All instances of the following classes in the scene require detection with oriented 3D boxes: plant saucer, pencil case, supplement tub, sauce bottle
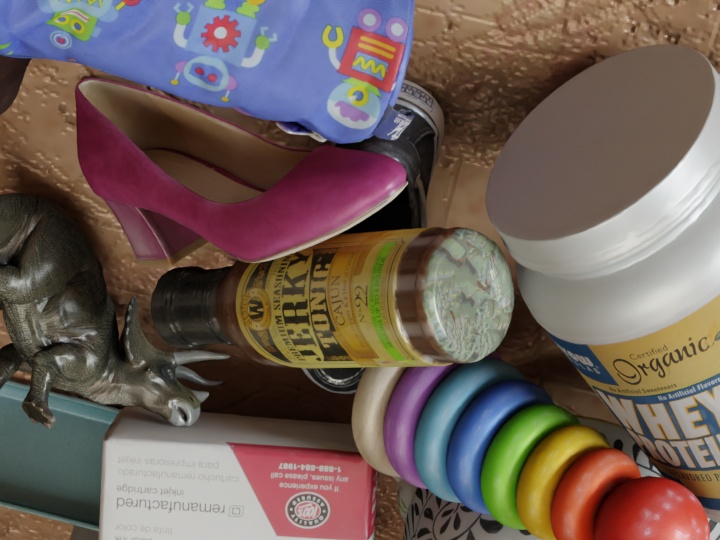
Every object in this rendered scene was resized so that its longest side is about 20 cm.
[{"bbox_3d":[-0.130,0.115,1.354,0.198,0.070,0.019,15,163,-2],"label":"plant saucer"},{"bbox_3d":[-0.072,-0.111,1.047,0.198,0.078,0.087,13,114,-13],"label":"pencil case"},{"bbox_3d":[0.162,0.008,1.135,0.144,0.145,0.200,-23,124,29],"label":"supplement tub"},{"bbox_3d":[-0.020,0.016,1.147,0.199,0.065,0.065,-6,134,44],"label":"sauce bottle"}]

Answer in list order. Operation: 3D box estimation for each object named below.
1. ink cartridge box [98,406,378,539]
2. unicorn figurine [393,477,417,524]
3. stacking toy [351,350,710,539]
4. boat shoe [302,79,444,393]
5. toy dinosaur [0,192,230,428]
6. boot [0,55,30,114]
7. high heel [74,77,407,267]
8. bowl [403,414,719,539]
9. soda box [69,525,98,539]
[{"bbox_3d":[-0.068,0.182,1.298,0.146,0.086,0.202,3,97,0],"label":"ink cartridge box"},{"bbox_3d":[0.066,0.161,1.356,0.136,0.074,0.201,-11,113,21],"label":"unicorn figurine"},{"bbox_3d":[0.089,0.094,1.178,0.199,0.085,0.086,26,147,42],"label":"stacking toy"},{"bbox_3d":[0.000,0.000,1.214,0.071,0.068,0.201,15,133,-2],"label":"boat shoe"},{"bbox_3d":[-0.166,0.014,1.258,0.077,0.102,0.201,-7,123,50],"label":"toy dinosaur"},{"bbox_3d":[-0.100,-0.123,1.118,0.165,0.073,0.201,21,129,-5],"label":"boot"},{"bbox_3d":[-0.061,-0.058,1.144,0.199,0.067,0.096,-4,114,52],"label":"high heel"},{"bbox_3d":[0.103,0.185,1.253,0.199,0.094,0.202,9,118,17],"label":"bowl"},{"bbox_3d":[-0.107,0.216,1.434,0.063,0.068,0.201,-8,130,19],"label":"soda box"}]
